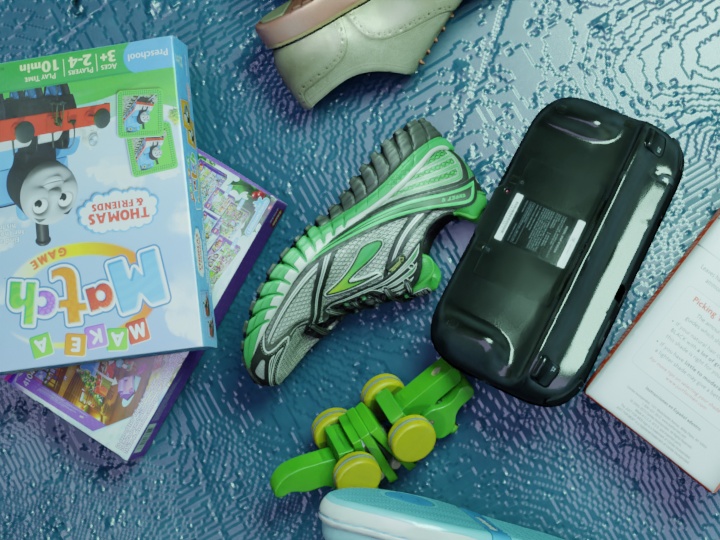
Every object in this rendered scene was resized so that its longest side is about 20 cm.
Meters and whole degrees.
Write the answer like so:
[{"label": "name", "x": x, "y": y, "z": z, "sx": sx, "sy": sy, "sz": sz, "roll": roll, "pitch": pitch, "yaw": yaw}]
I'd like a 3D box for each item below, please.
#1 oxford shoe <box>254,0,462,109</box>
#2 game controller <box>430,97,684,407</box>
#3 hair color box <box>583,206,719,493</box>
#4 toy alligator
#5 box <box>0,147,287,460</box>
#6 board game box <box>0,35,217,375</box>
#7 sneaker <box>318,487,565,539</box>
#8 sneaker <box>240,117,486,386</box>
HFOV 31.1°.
[{"label": "oxford shoe", "x": 0.034, "y": -0.173, "z": 0.852, "sx": 0.199, "sy": 0.071, "sz": 0.074, "roll": -23, "pitch": 108, "yaw": 6}, {"label": "game controller", "x": 0.125, "y": -0.017, "z": 0.815, "sx": 0.104, "sy": 0.042, "sz": 0.201, "roll": 22, "pitch": 74, "yaw": 23}, {"label": "hair color box", "x": 0.237, "y": 0.026, "z": 0.800, "sx": 0.101, "sy": 0.061, "sz": 0.200, "roll": 38, "pitch": 93, "yaw": 9}, {"label": "toy alligator", "x": 0.035, "y": 0.098, "z": 0.834, "sx": 0.199, "sy": 0.059, "sz": 0.054, "roll": -34, "pitch": 127, "yaw": -2}, {"label": "box", "x": -0.157, "y": 0.006, "z": 0.872, "sx": 0.136, "sy": 0.039, "sz": 0.201, "roll": 31, "pitch": 91, "yaw": 9}, {"label": "board game box", "x": -0.178, "y": -0.040, "z": 0.840, "sx": 0.150, "sy": 0.037, "sz": 0.202, "roll": -8, "pitch": 85, "yaw": 8}, {"label": "sneaker", "x": 0.056, "y": 0.214, "z": 0.787, "sx": 0.199, "sy": 0.080, "sz": 0.132, "roll": 18, "pitch": 91, "yaw": -9}, {"label": "sneaker", "x": 0.000, "y": 0.000, "z": 0.829, "sx": 0.085, "sy": 0.078, "sz": 0.200, "roll": 43, "pitch": 92, "yaw": 8}]
